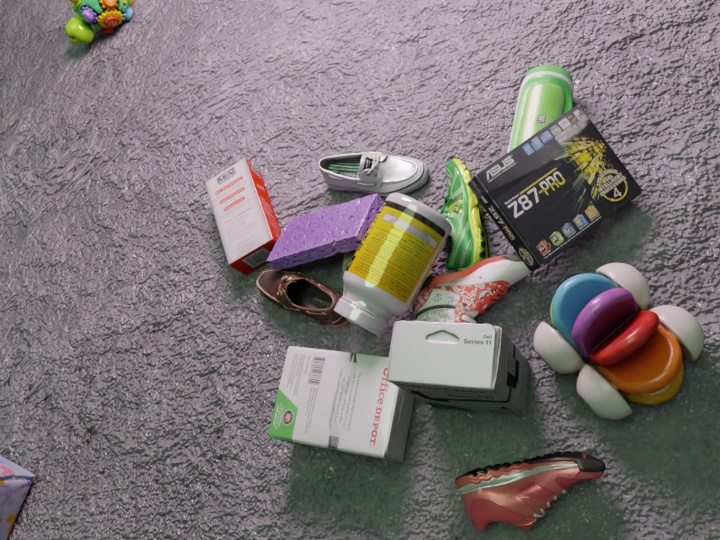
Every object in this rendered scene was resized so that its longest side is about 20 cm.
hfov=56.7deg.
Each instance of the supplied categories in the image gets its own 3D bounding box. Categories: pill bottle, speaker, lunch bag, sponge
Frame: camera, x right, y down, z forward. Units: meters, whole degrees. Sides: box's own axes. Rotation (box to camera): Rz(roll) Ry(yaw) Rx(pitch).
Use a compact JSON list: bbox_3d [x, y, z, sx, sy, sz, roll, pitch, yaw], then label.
[{"bbox_3d":[0.044,-0.006,1.006,0.112,0.112,0.200,27,86,32],"label":"pill bottle"},{"bbox_3d":[0.282,-0.219,1.054,0.088,0.088,0.200,6,72,27],"label":"speaker"},{"bbox_3d":[-0.743,0.425,1.252,0.200,0.127,0.170,15,78,20],"label":"lunch bag"},{"bbox_3d":[-0.062,-0.065,1.139,0.200,0.030,0.112,-14,38,35],"label":"sponge"}]

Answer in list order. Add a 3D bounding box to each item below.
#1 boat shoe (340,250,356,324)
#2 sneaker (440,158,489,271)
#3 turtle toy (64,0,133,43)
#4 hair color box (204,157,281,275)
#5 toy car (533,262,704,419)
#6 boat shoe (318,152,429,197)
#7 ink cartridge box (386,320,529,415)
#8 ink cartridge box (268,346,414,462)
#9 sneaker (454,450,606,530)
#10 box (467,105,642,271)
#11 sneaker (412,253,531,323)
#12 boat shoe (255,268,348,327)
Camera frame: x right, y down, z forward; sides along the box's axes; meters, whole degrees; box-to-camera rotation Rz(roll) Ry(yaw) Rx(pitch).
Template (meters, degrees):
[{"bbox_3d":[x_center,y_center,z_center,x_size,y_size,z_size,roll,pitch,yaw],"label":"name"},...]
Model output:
[{"bbox_3d":[0.000,0.000,1.115,0.062,0.072,0.200,-10,54,36],"label":"boat shoe"},{"bbox_3d":[0.152,-0.091,1.068,0.083,0.074,0.200,-12,65,17],"label":"sneaker"},{"bbox_3d":[-0.652,-0.643,1.657,0.200,0.146,0.101,-28,81,14],"label":"turtle toy"},{"bbox_3d":[-0.217,-0.103,1.257,0.101,0.061,0.200,-29,61,12],"label":"hair color box"},{"bbox_3d":[0.327,0.081,0.868,0.175,0.150,0.200,-43,58,4],"label":"toy car"},{"bbox_3d":[0.017,-0.171,1.170,0.200,0.067,0.074,-2,69,25],"label":"boat shoe"},{"bbox_3d":[0.138,0.136,0.906,0.146,0.200,0.083,0,70,26],"label":"ink cartridge box"},{"bbox_3d":[-0.024,0.204,1.023,0.200,0.084,0.146,4,71,27],"label":"ink cartridge box"},{"bbox_3d":[0.230,0.295,0.885,0.200,0.074,0.087,-19,76,22],"label":"sneaker"},{"bbox_3d":[0.281,-0.120,0.965,0.200,0.049,0.161,-34,84,-11],"label":"box"},{"bbox_3d":[0.175,0.049,1.005,0.201,0.067,0.108,-16,64,23],"label":"sneaker"},{"bbox_3d":[-0.106,0.036,1.142,0.200,0.070,0.070,17,78,31],"label":"boat shoe"}]
